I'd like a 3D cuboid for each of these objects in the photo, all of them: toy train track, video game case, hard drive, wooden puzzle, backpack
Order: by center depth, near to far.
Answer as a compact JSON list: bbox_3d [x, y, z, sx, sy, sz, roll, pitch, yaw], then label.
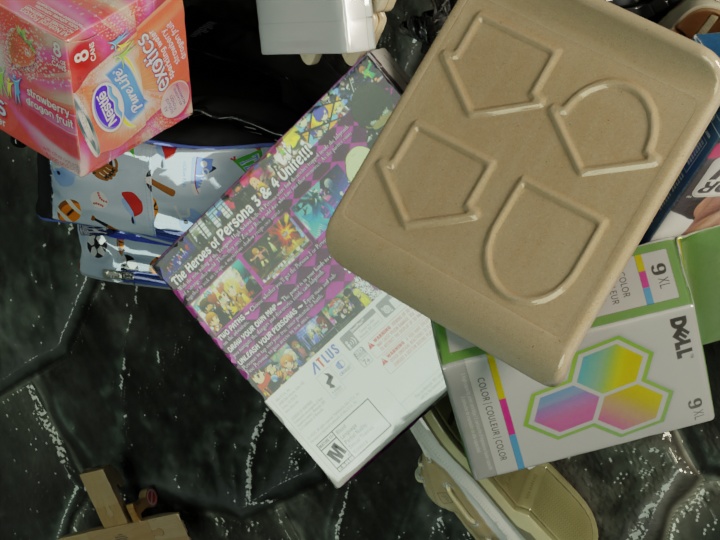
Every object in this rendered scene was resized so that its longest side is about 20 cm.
[{"bbox_3d":[0.094,-0.057,1.428,0.185,0.046,0.201,30,94,37],"label":"wooden puzzle"},{"bbox_3d":[-0.037,-0.231,1.529,0.132,0.027,0.201,-170,72,-65],"label":"hard drive"},{"bbox_3d":[0.000,0.000,1.534,0.200,0.036,0.181,-44,84,22],"label":"video game case"},{"bbox_3d":[-0.097,-0.069,1.657,0.189,0.200,0.155,3,116,27],"label":"backpack"},{"bbox_3d":[-0.154,0.231,1.919,0.114,0.033,0.201,-14,107,31],"label":"toy train track"}]

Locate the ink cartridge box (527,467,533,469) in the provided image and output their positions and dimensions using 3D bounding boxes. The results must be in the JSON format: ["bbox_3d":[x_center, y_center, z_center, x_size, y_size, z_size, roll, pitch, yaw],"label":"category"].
[{"bbox_3d":[0.101,0.006,1.586,0.067,0.117,0.201,-32,88,38],"label":"ink cartridge box"}]

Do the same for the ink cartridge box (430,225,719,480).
[{"bbox_3d":[0.146,0.044,1.462,0.199,0.060,0.104,-14,136,3],"label":"ink cartridge box"}]

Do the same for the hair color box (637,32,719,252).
[{"bbox_3d":[0.200,-0.052,1.472,0.061,0.100,0.200,67,147,29],"label":"hair color box"}]

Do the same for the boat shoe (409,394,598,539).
[{"bbox_3d":[0.069,0.124,1.669,0.068,0.075,0.200,-27,106,39],"label":"boat shoe"}]

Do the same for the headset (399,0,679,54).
[{"bbox_3d":[0.116,-0.190,1.507,0.199,0.094,0.124,-27,92,28],"label":"headset"}]

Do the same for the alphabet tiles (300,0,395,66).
[{"bbox_3d":[-0.022,-0.227,1.548,0.196,0.015,0.201,114,140,-51],"label":"alphabet tiles"}]

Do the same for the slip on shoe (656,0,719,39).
[{"bbox_3d":[0.177,-0.105,1.524,0.076,0.061,0.200,37,135,-1],"label":"slip on shoe"}]

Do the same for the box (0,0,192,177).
[{"bbox_3d":[-0.204,-0.154,1.567,0.200,0.094,0.103,31,138,34],"label":"box"}]
